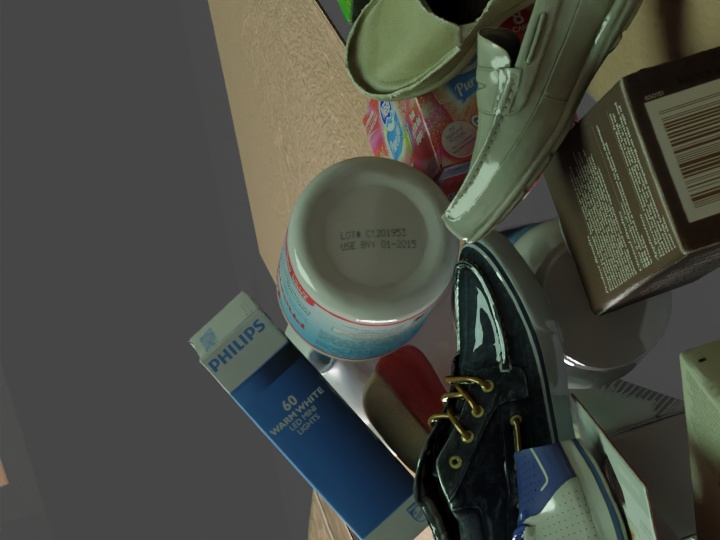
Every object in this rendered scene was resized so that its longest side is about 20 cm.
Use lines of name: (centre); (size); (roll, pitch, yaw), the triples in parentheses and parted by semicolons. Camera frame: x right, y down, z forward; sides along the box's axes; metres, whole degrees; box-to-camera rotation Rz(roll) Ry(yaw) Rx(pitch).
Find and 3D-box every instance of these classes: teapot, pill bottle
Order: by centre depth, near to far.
pill bottle: (0.128, 0.020, 1.420); (0.200, 0.109, 0.109); (170, 83, -79)
pill bottle: (0.000, 0.000, 1.502); (0.200, 0.109, 0.109); (113, 138, -75)
teapot: (0.022, 0.044, 1.822); (0.200, 0.197, 0.146); (-135, 29, -56)

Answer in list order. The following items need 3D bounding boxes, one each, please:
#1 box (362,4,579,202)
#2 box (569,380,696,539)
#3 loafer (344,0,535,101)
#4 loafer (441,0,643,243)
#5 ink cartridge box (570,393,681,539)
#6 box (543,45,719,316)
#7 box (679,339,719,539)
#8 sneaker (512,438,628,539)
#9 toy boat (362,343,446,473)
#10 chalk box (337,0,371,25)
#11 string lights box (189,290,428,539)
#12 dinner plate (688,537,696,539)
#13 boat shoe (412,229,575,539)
box: (0.072, -0.101, 1.539); (0.200, 0.102, 0.095); (116, 137, -77)
box: (0.166, 0.122, 1.460); (0.200, 0.068, 0.082); (-160, 53, -77)
loafer: (0.050, -0.168, 1.373); (0.200, 0.068, 0.076); (-37, 70, 41)
loafer: (0.092, -0.109, 1.230); (0.200, 0.070, 0.070); (-61, 1, 14)
ink cartridge box: (0.170, 0.169, 1.252); (0.200, 0.043, 0.174); (-119, 17, -77)
box: (0.165, -0.045, 1.224); (0.200, 0.075, 0.100); (134, 118, -76)
box: (0.224, 0.133, 1.210); (0.082, 0.068, 0.200); (-119, 15, -54)
sneaker: (0.097, 0.196, 1.237); (0.081, 0.115, 0.200); (91, 166, -72)
toy boat: (0.103, 0.112, 1.685); (0.200, 0.131, 0.131); (32, 180, -12)
chalk box: (0.028, -0.251, 1.450); (0.200, 0.125, 0.124); (97, 154, -64)
string lights box: (-0.035, 0.112, 1.612); (0.200, 0.059, 0.103); (49, 178, -11)
dinner plate: (0.180, 0.266, 1.442); (0.200, 0.024, 0.201); (-8, 78, 42)
boat shoe: (0.072, 0.082, 1.317); (0.071, 0.091, 0.201); (3, 110, 65)
